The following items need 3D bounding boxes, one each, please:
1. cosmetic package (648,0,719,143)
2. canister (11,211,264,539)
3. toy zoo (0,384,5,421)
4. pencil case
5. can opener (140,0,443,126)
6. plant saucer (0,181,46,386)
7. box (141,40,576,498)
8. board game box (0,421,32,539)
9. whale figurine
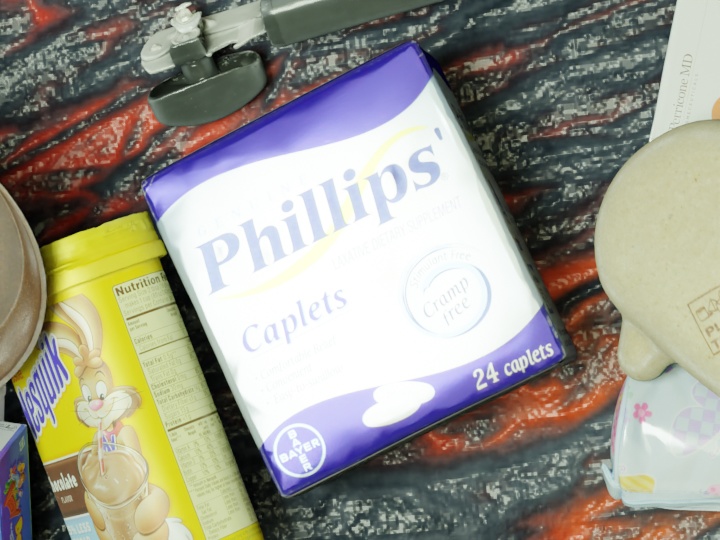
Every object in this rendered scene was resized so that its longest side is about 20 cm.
[{"bbox_3d":[0.256,-0.154,1.187,0.150,0.052,0.201,11,92,13],"label":"cosmetic package"},{"bbox_3d":[-0.140,0.082,1.210,0.086,0.148,0.201,-20,89,-30],"label":"canister"},{"bbox_3d":[-0.277,0.120,1.258,0.130,0.020,0.201,9,114,10],"label":"toy zoo"},{"bbox_3d":[0.238,0.101,1.171,0.199,0.083,0.091,8,81,11],"label":"pencil case"},{"bbox_3d":[-0.038,-0.147,1.247,0.199,0.053,0.067,-19,121,11],"label":"can opener"},{"bbox_3d":[-0.264,-0.010,1.139,0.199,0.035,0.201,3,124,5],"label":"plant saucer"},{"bbox_3d":[0.000,0.000,1.205,0.183,0.105,0.201,-27,85,8],"label":"box"},{"bbox_3d":[-0.294,0.147,1.236,0.199,0.045,0.135,7,115,11],"label":"board game box"},{"bbox_3d":[0.212,0.017,1.129,0.159,0.104,0.201,-35,69,28],"label":"whale figurine"}]
